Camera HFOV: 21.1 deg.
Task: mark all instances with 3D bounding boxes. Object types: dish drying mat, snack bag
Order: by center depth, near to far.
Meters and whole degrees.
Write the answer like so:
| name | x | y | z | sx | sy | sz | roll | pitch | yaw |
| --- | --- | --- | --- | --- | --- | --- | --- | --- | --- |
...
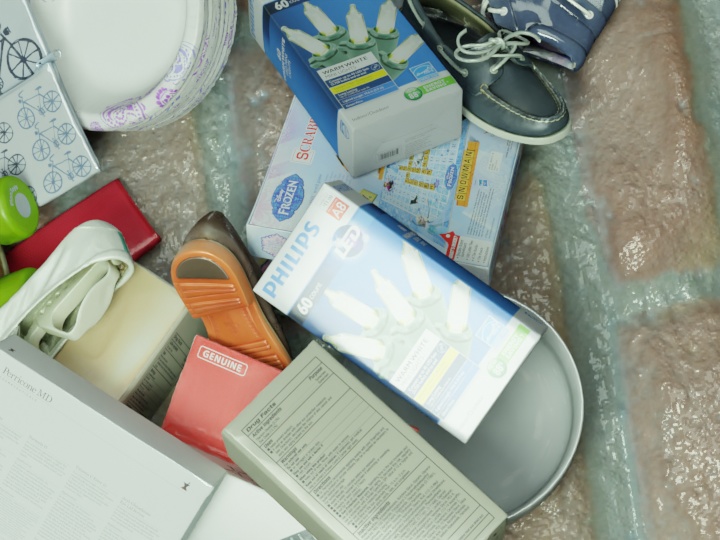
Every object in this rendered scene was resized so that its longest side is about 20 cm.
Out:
| name | x | y | z | sx | sy | sz | roll | pitch | yaw |
| --- | --- | --- | --- | --- | --- | --- | --- | --- | --- |
| snack bag | -0.325 | -0.134 | 1.642 | 0.188 | 0.021 | 0.200 | -26 | 82 | 26 |
| dish drying mat | -0.270 | 0.005 | 1.655 | 0.200 | 0.018 | 0.077 | -36 | 72 | -4 |

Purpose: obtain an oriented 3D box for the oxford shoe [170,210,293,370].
| name | x | y | z | sx | sy | sz | roll | pitch | yaw |
| --- | --- | --- | --- | --- | --- | --- | --- | --- | --- |
| oxford shoe | -0.089 | 0.042 | 1.562 | 0.071 | 0.200 | 0.073 | -6 | 37 | 18 |

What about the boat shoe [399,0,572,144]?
| name | x | y | z | sx | sy | sz | roll | pitch | yaw |
| --- | --- | --- | --- | --- | --- | --- | --- | --- | --- |
| boat shoe | 0.103 | -0.178 | 1.616 | 0.075 | 0.062 | 0.200 | -22 | 49 | -27 |

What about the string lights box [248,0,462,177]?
| name | x | y | z | sx | sy | sz | roll | pitch | yaw |
| --- | --- | --- | --- | --- | --- | --- | --- | --- | --- |
| string lights box | -0.007 | -0.176 | 1.613 | 0.103 | 0.059 | 0.200 | -22 | 52 | -17 |

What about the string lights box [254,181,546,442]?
| name | x | y | z | sx | sy | sz | roll | pitch | yaw |
| --- | --- | --- | --- | --- | --- | --- | --- | --- | --- |
| string lights box | 0.031 | 0.030 | 1.480 | 0.200 | 0.059 | 0.103 | 35 | 101 | 5 |

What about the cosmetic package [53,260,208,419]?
| name | x | y | z | sx | sy | sz | roll | pitch | yaw |
| --- | --- | --- | --- | --- | --- | --- | --- | --- | --- |
| cosmetic package | -0.212 | 0.098 | 1.580 | 0.071 | 0.105 | 0.200 | 32 | 79 | 13 |

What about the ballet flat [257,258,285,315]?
| name | x | y | z | sx | sy | sz | roll | pitch | yaw |
| --- | --- | --- | --- | --- | --- | --- | --- | --- | --- |
| ballet flat | 0.000 | 0.000 | 1.603 | 0.199 | 0.071 | 0.069 | 0 | 76 | 6 |

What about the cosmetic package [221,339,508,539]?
| name | x | y | z | sx | sy | sz | roll | pitch | yaw |
| --- | --- | --- | --- | --- | --- | --- | --- | --- | --- |
| cosmetic package | 0.003 | 0.160 | 1.440 | 0.200 | 0.073 | 0.104 | 42 | 75 | 16 |

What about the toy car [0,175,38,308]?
| name | x | y | z | sx | sy | sz | roll | pitch | yaw |
| --- | --- | --- | --- | --- | --- | --- | --- | --- | --- |
| toy car | -0.370 | 0.002 | 1.544 | 0.164 | 0.200 | 0.158 | -18 | 79 | 21 |

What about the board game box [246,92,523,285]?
| name | x | y | z | sx | sy | sz | roll | pitch | yaw |
| --- | --- | --- | --- | --- | --- | --- | --- | --- | --- |
| board game box | 0.027 | -0.079 | 1.596 | 0.199 | 0.041 | 0.200 | 11 | 50 | 8 |

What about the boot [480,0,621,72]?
| name | x | y | z | sx | sy | sz | roll | pitch | yaw |
| --- | --- | --- | --- | --- | --- | --- | --- | --- | --- |
| boot | 0.120 | -0.249 | 1.657 | 0.200 | 0.073 | 0.090 | 26 | 73 | 11 |

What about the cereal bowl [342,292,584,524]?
| name | x | y | z | sx | sy | sz | roll | pitch | yaw |
| --- | --- | --- | --- | --- | --- | --- | --- | --- | --- |
| cereal bowl | 0.080 | 0.117 | 1.558 | 0.199 | 0.083 | 0.201 | -1 | 75 | 4 |

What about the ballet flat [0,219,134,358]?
| name | x | y | z | sx | sy | sz | roll | pitch | yaw |
| --- | --- | --- | --- | --- | --- | --- | --- | --- | --- |
| ballet flat | -0.252 | 0.048 | 1.521 | 0.069 | 0.069 | 0.200 | 40 | 88 | 14 |

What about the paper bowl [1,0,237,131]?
| name | x | y | z | sx | sy | sz | roll | pitch | yaw |
| --- | --- | --- | --- | --- | --- | --- | --- | --- | --- |
| paper bowl | -0.196 | -0.218 | 1.641 | 0.200 | 0.104 | 0.201 | 1 | 93 | 26 |

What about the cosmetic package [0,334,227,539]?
| name | x | y | z | sx | sy | sz | roll | pitch | yaw |
| --- | --- | --- | --- | --- | --- | --- | --- | --- | --- |
| cosmetic package | -0.225 | 0.166 | 1.477 | 0.200 | 0.052 | 0.151 | 33 | 105 | 3 |

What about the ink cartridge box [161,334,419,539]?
| name | x | y | z | sx | sy | sz | roll | pitch | yaw |
| --- | --- | --- | --- | --- | --- | --- | --- | --- | --- |
| ink cartridge box | -0.077 | 0.169 | 1.502 | 0.200 | 0.045 | 0.177 | 22 | 97 | 11 |
